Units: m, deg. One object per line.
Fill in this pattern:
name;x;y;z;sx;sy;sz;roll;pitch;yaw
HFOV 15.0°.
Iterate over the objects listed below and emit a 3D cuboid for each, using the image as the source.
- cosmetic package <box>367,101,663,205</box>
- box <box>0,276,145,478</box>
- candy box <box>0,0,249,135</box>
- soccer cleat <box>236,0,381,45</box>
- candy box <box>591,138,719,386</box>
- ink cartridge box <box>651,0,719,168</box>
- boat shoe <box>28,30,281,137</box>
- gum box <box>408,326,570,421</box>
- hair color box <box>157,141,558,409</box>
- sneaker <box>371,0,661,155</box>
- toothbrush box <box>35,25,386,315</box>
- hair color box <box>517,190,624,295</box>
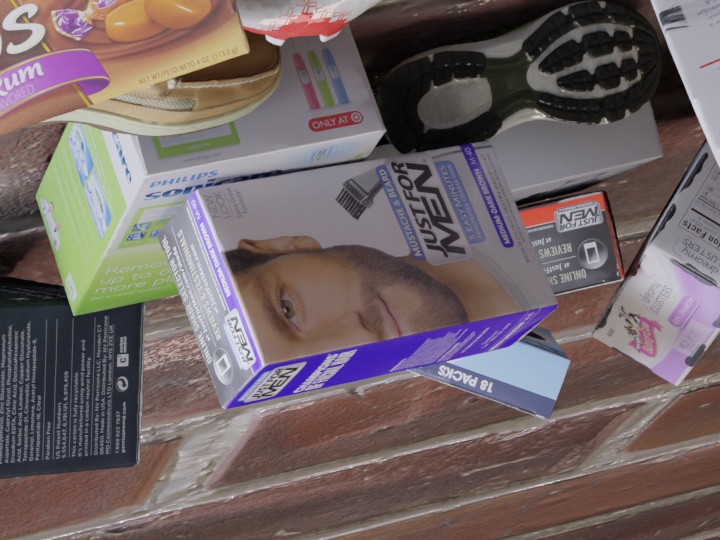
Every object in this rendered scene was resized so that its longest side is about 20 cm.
cosmetic package;0.070;-0.062;1.723;0.200;0.052;0.151;-13;175;-15
box;-0.253;0.064;1.648;0.200;0.107;0.148;-3;-173;-42
candy box;-0.163;-0.126;1.295;0.200;0.056;0.117;-19;144;-3
soccer cleat;0.019;-0.173;1.381;0.200;0.069;0.085;-16;154;-17
candy box;0.243;-0.044;1.789;0.200;0.072;0.168;-57;176;-22
ink cartridge box;0.228;-0.126;1.488;0.116;0.200;0.068;-21;133;8
boat shoe;-0.123;-0.114;1.408;0.200;0.072;0.076;-7;148;-32
gum box;0.042;0.038;1.752;0.170;0.045;0.200;20;-176;-1
hair color box;0.000;0.000;1.523;0.200;0.109;0.065;-12;161;-31
sneaker;0.086;-0.119;1.640;0.200;0.077;0.089;-12;-167;-23
toothbrush box;-0.090;-0.060;1.566;0.146;0.086;0.200;-12;160;-23
hair color box;0.119;-0.014;1.800;0.101;0.061;0.200;-13;-179;5
